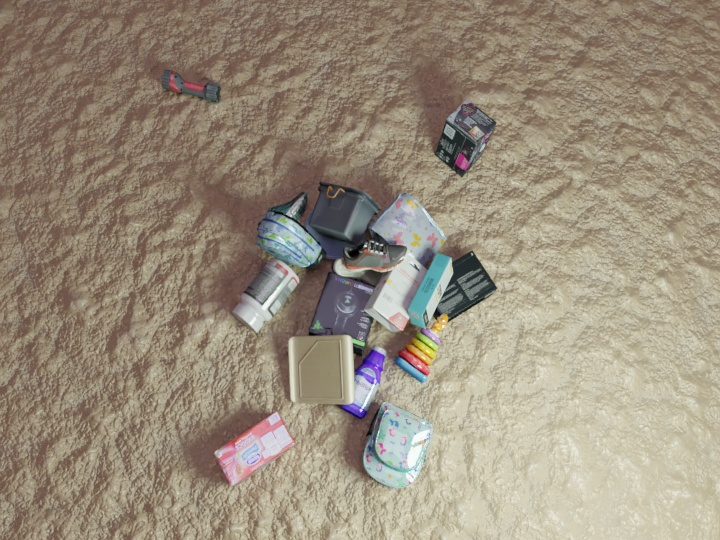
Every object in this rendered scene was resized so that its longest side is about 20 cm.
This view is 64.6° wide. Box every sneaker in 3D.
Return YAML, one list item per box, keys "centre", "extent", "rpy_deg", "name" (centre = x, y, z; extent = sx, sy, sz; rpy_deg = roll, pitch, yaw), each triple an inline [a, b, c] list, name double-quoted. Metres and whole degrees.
- centre: [-0.247, -0.182, 1.794]
  extent: [0.090, 0.078, 0.201]
  rpy_deg: [35, 71, 14]
  name: "sneaker"
- centre: [0.000, 0.000, 1.746]
  extent: [0.195, 0.084, 0.077]
  rpy_deg: [17, 86, -22]
  name: "sneaker"
- centre: [0.039, -0.048, 1.621]
  extent: [0.194, 0.083, 0.078]
  rpy_deg: [-10, 45, 13]
  name: "sneaker"

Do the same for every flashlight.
- centre: [-0.575, -0.632, 1.941]
  extent: [0.194, 0.068, 0.070]
  rpy_deg: [12, 67, 3]
  name: "flashlight"

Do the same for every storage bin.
- centre: [-0.061, -0.170, 1.707]
  extent: [0.196, 0.145, 0.137]
  rpy_deg: [17, 77, 35]
  name: "storage bin"

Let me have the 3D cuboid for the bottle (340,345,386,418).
- centre: [0.016, 0.316, 1.631]
  extent: [0.082, 0.066, 0.203]
  rpy_deg: [25, 71, 8]
  name: "bottle"

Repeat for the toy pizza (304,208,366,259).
- centre: [-0.079, -0.128, 1.804]
  extent: [0.194, 0.032, 0.206]
  rpy_deg: [0, 70, -1]
  name: "toy pizza"

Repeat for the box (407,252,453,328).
- centre: [0.203, 0.057, 1.633]
  extent: [0.048, 0.083, 0.203]
  rpy_deg: [19, 64, 25]
  name: "box"

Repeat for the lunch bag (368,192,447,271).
- centre: [0.136, -0.112, 1.735]
  extent: [0.170, 0.126, 0.201]
  rpy_deg: [-47, 109, -16]
  name: "lunch bag"

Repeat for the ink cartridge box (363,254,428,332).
- centre: [0.109, 0.060, 1.648]
  extent: [0.116, 0.067, 0.203]
  rpy_deg: [37, 67, -15]
  name: "ink cartridge box"

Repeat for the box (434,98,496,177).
- centre: [0.335, -0.426, 1.840]
  extent: [0.132, 0.201, 0.115]
  rpy_deg: [42, 71, 12]
  name: "box"

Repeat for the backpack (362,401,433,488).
- centre: [0.095, 0.480, 1.539]
  extent: [0.174, 0.151, 0.204]
  rpy_deg: [24, 75, 5]
  name: "backpack"

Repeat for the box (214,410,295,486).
- centre: [-0.280, 0.483, 1.541]
  extent: [0.197, 0.095, 0.104]
  rpy_deg: [-32, 74, -13]
  name: "box"

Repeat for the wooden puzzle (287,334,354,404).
- centre: [-0.110, 0.279, 1.608]
  extent: [0.194, 0.037, 0.191]
  rpy_deg: [-4, 87, 20]
  name: "wooden puzzle"

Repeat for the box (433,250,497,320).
- centre: [0.292, 0.054, 1.732]
  extent: [0.197, 0.079, 0.143]
  rpy_deg: [-28, 76, -12]
  name: "box"

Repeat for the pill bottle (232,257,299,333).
- centre: [-0.280, 0.073, 1.678]
  extent: [0.113, 0.114, 0.201]
  rpy_deg: [34, 72, 10]
  name: "pill bottle"

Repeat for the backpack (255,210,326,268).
- centre: [-0.216, -0.091, 1.667]
  extent: [0.161, 0.202, 0.155]
  rpy_deg: [24, 64, 34]
  name: "backpack"

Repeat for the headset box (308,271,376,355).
- centre: [-0.047, 0.135, 1.678]
  extent: [0.170, 0.093, 0.204]
  rpy_deg: [18, 71, 4]
  name: "headset box"

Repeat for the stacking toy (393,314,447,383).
- centre: [0.190, 0.208, 1.632]
  extent: [0.109, 0.116, 0.202]
  rpy_deg: [34, 85, 7]
  name: "stacking toy"
